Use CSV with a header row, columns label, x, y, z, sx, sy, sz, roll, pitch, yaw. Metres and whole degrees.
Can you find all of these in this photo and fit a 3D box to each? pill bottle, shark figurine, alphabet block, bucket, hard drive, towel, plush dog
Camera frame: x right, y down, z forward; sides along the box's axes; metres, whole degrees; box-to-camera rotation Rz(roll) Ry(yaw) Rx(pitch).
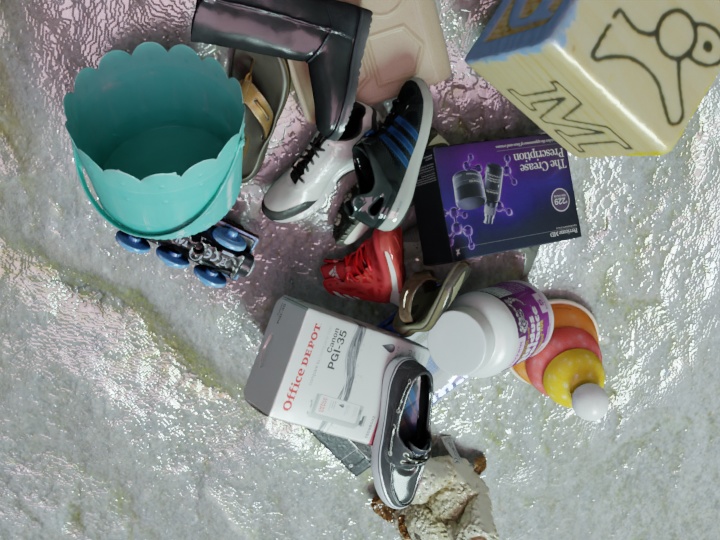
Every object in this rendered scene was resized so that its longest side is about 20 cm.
label,x,y,z,sx,sy,sz,roll,pitch,yaw
pill bottle,0.170,0.079,1.205,0.112,0.200,0.113,5,100,32
shark figurine,0.151,-0.062,1.238,0.213,0.090,0.128,4,149,0
alphabet block,0.279,-0.265,1.058,0.200,0.196,0.196,36,85,-20
bucket,-0.229,-0.144,1.053,0.206,0.208,0.135,-5,147,-5
hard drive,-0.060,0.180,1.288,0.038,0.140,0.200,-38,113,11
towel,0.106,0.111,1.309,0.147,0.024,0.200,-38,132,10
plush dog,0.118,0.372,1.423,0.200,0.160,0.172,43,121,6

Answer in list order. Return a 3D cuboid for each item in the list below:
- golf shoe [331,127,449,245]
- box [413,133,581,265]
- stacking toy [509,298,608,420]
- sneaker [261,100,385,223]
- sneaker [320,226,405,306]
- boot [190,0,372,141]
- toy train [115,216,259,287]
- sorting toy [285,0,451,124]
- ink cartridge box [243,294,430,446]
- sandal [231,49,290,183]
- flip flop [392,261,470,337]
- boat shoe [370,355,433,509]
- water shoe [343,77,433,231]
label,x,y,z,sx,sy,sz,roll,pitch,yaw
golf shoe,0.043,-0.100,1.204,0.088,0.077,0.200,33,108,-26
box,0.170,-0.092,1.159,0.199,0.079,0.142,-11,94,-26
stacking toy,0.291,0.143,1.280,0.145,0.200,0.147,-3,116,-5
sneaker,-0.052,-0.141,1.161,0.200,0.074,0.080,-40,148,5
sneaker,0.000,0.000,1.201,0.115,0.079,0.200,-1,154,5
boot,-0.100,-0.253,1.060,0.199,0.066,0.166,12,90,-20
toy train,-0.225,-0.055,1.168,0.199,0.114,0.087,25,111,-17
sorting toy,-0.001,-0.297,1.129,0.199,0.037,0.186,-20,117,-2
ink cartridge box,-0.029,0.134,1.173,0.199,0.083,0.147,21,89,-31
sandal,-0.143,-0.197,1.133,0.081,0.055,0.201,26,116,9
flip flop,0.075,0.033,1.143,0.057,0.200,0.081,39,70,-5
boat shoe,0.063,0.211,1.153,0.070,0.066,0.201,2,98,-31
water shoe,0.033,-0.150,1.097,0.079,0.071,0.201,17,72,-19
